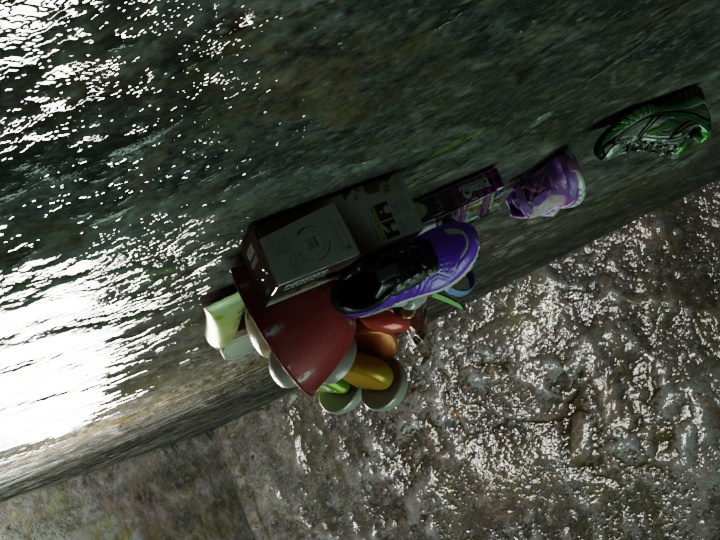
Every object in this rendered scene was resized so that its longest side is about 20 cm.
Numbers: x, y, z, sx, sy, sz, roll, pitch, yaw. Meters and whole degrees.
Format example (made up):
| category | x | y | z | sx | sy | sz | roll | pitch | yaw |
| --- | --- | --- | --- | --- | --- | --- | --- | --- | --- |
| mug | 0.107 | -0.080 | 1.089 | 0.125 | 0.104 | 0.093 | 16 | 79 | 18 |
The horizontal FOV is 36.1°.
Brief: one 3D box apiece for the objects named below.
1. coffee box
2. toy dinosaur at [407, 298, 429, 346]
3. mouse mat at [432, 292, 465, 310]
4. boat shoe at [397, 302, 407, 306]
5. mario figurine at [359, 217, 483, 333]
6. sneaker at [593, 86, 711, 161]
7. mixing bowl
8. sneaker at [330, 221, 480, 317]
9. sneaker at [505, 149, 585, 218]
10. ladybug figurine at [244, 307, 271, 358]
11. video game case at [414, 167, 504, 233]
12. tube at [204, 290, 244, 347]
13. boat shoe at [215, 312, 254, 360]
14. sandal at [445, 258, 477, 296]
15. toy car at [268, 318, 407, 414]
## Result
| category | x | y | z | sx | sy | sz | roll | pitch | yaw |
| --- | --- | --- | --- | --- | --- | --- | --- | --- | --- |
| coffee box | -0.037 | -0.037 | 1.347 | 0.197 | 0.081 | 0.113 | -22 | 172 | -18 |
| toy dinosaur | 0.036 | 0.034 | 1.729 | 0.086 | 0.200 | 0.136 | -39 | 172 | -38 |
| mouse mat | 0.081 | 0.022 | 1.829 | 0.161 | 0.197 | 0.008 | 36 | 77 | -81 |
| boat shoe | 0.000 | 0.000 | 1.468 | 0.063 | 0.072 | 0.200 | -8 | -159 | -25 |
| mario figurine | 0.071 | -0.001 | 1.532 | 0.200 | 0.106 | 0.124 | -43 | 168 | -11 |
| sneaker | 0.432 | -0.200 | 1.616 | 0.197 | 0.086 | 0.078 | -21 | 172 | -13 |
| mixing bowl | -0.073 | 0.053 | 1.459 | 0.107 | 0.202 | 0.200 | -31 | 171 | 3 |
| sneaker | 0.049 | 0.003 | 1.320 | 0.198 | 0.071 | 0.099 | -28 | 169 | 14 |
| sneaker | 0.284 | -0.124 | 1.731 | 0.087 | 0.082 | 0.200 | -13 | 170 | -14 |
| ladybug figurine | -0.120 | 0.066 | 1.704 | 0.137 | 0.071 | 0.200 | -56 | 162 | 2 |
| video game case | 0.124 | -0.085 | 1.650 | 0.179 | 0.036 | 0.200 | -23 | 172 | 2 |
| tube | -0.207 | 0.070 | 1.672 | 0.051 | 0.059 | 0.200 | 22 | 158 | -3 |
| boat shoe | -0.166 | 0.092 | 1.882 | 0.198 | 0.060 | 0.075 | -21 | 144 | -34 |
| sandal | 0.110 | -0.003 | 1.763 | 0.198 | 0.088 | 0.079 | 8 | -141 | 46 |
| toy car | -0.028 | 0.121 | 1.654 | 0.198 | 0.152 | 0.174 | -10 | 148 | 41 |
